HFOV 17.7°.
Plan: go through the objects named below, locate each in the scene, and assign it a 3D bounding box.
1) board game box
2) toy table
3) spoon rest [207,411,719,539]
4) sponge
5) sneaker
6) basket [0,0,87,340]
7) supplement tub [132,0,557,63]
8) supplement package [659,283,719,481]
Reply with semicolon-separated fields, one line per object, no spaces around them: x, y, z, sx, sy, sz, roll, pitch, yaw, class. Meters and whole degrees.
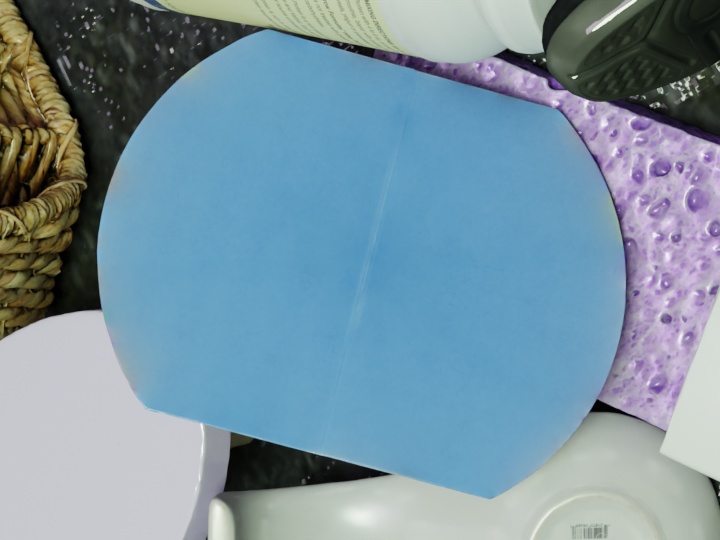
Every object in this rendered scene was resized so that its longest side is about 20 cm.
0.000;0.000;0.884;0.200;0.039;0.158;15;71;-4;board game box
-0.105;0.096;0.970;0.200;0.117;0.184;-33;76;26;toy table
0.041;0.102;0.899;0.200;0.061;0.100;2;98;-3;spoon rest
0.081;-0.016;0.914;0.200;0.030;0.112;24;103;26;sponge
0.126;-0.152;0.842;0.199;0.076;0.114;-44;62;-1;sneaker
-0.205;-0.058;0.968;0.143;0.200;0.149;28;104;33;basket
0.001;-0.158;0.888;0.200;0.145;0.145;14;98;28;supplement tub
0.201;0.021;0.752;0.121;0.200;0.120;25;103;27;supplement package
